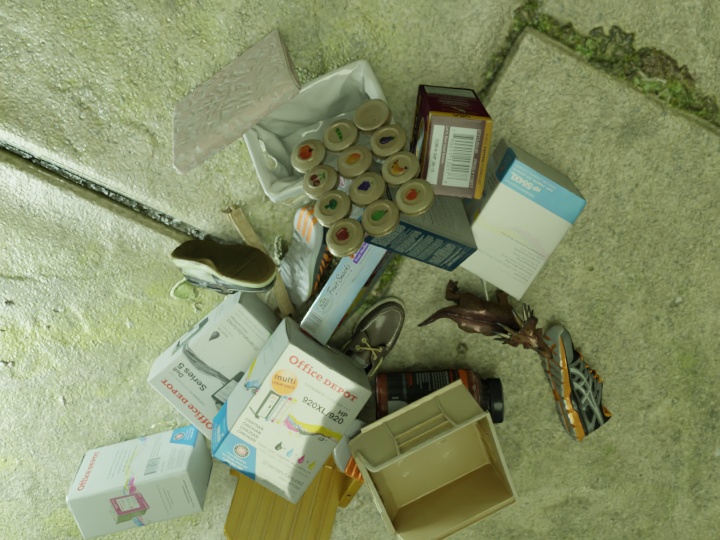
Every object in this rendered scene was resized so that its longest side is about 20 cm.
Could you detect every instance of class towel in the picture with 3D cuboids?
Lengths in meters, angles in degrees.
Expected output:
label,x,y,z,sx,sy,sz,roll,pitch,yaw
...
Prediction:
label,x,y,z,sx,sy,sz,roll,pitch,yaw
towel,-0.174,-0.232,1.400,0.200,0.191,0.032,-34,123,12

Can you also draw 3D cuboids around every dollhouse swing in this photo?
label,x,y,z,sx,sy,sz,roll,pitch,yaw
dollhouse swing,-0.105,0.344,1.606,0.200,0.176,0.182,19,142,-7

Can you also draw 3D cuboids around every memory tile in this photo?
label,x,y,z,sx,sy,sz,roll,pitch,yaw
memory tile,0.000,-0.122,1.305,0.153,0.200,0.017,-29,145,6

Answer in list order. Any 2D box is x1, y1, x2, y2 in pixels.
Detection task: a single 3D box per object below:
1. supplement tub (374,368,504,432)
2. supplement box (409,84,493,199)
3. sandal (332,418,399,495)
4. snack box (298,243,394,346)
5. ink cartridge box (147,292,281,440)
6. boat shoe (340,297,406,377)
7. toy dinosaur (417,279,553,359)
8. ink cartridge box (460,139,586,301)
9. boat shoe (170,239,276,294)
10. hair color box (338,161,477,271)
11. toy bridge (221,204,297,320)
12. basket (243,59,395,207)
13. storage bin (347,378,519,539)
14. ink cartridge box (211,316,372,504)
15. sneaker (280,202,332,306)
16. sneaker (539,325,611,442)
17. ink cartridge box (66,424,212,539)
label,x,y,z,sx,sy,sz,roll,pitch,yaw
supplement tub,0.123,0.209,1.606,0.199,0.107,0.107,-3,110,1
supplement box,0.121,-0.182,1.411,0.085,0.200,0.111,6,111,-4
sandal,0.010,0.288,1.568,0.079,0.059,0.207,-56,132,-11
snack box,0.000,0.000,1.486,0.053,0.142,0.200,36,121,4
ink cartridge box,-0.208,0.145,1.592,0.200,0.084,0.146,-40,106,13
boat shoe,0.004,0.130,1.601,0.072,0.060,0.200,37,106,-12
toy dinosaur,0.189,0.072,1.541,0.199,0.136,0.086,3,110,-1
ink cartridge box,0.213,-0.065,1.493,0.125,0.129,0.200,30,107,-10
boat shoe,-0.195,0.002,1.516,0.200,0.073,0.065,17,139,39
hair color box,0.061,-0.075,1.388,0.200,0.100,0.061,19,132,-38
toy bridge,-0.149,-0.011,1.543,0.027,0.067,0.200,-32,110,-16
basket,-0.048,-0.184,1.433,0.200,0.123,0.136,-22,80,7
storage bin,0.108,0.295,1.516,0.198,0.094,0.200,-26,127,-5
ink cartridge box,-0.101,0.198,1.485,0.147,0.145,0.200,33,96,-12
sneaker,-0.049,-0.028,1.532,0.112,0.078,0.200,-20,150,-32
sneaker,0.341,0.171,1.617,0.077,0.078,0.200,-21,113,-7
ink cartridge box,-0.349,0.334,1.630,0.200,0.145,0.085,-13,111,4
